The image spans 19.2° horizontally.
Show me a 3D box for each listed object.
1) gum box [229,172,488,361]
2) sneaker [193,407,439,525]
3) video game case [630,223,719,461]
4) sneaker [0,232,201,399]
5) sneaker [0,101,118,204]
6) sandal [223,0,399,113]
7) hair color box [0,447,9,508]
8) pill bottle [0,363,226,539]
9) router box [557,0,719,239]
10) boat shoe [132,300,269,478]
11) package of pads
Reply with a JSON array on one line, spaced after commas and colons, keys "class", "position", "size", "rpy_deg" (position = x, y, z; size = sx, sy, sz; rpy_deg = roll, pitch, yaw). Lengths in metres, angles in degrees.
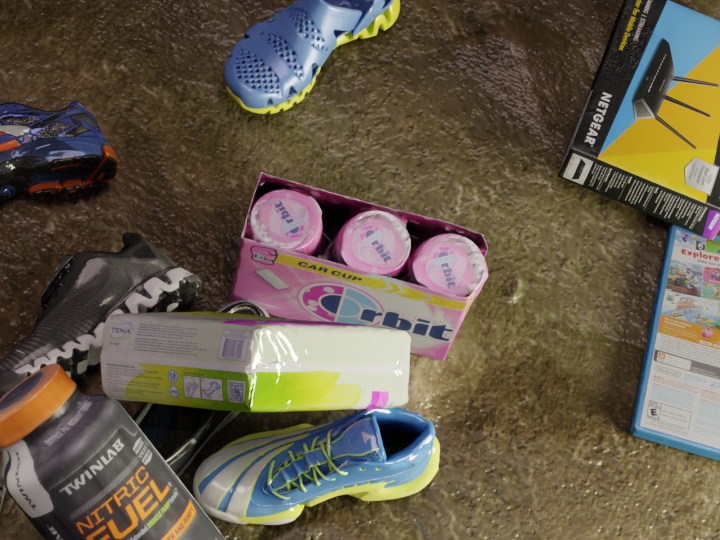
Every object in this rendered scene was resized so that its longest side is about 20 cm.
[{"class": "gum box", "position": [0.000, 0.000, 1.728], "size": [0.198, 0.114, 0.067], "rpy_deg": [15, 62, -2]}, {"class": "sneaker", "position": [-0.031, 0.140, 1.656], "size": [0.198, 0.105, 0.076], "rpy_deg": [-10, 65, -15]}, {"class": "video game case", "position": [0.313, 0.067, 1.801], "size": [0.142, 0.018, 0.202], "rpy_deg": [16, 62, -1]}, {"class": "sneaker", "position": [-0.229, 0.036, 1.702], "size": [0.199, 0.067, 0.091], "rpy_deg": [-34, 70, -27]}, {"class": "sneaker", "position": [-0.304, -0.097, 1.759], "size": [0.198, 0.076, 0.079], "rpy_deg": [-4, 55, -20]}, {"class": "sandal", "position": [-0.042, -0.215, 1.847], "size": [0.079, 0.087, 0.200], "rpy_deg": [41, 66, 10]}, {"class": "hair color box", "position": [-0.309, 0.135, 1.556], "size": [0.061, 0.201, 0.102], "rpy_deg": [6, 61, 7]}, {"class": "pill bottle", "position": [-0.192, 0.166, 1.573], "size": [0.106, 0.106, 0.201], "rpy_deg": [-44, 105, -25]}, {"class": "router box", "position": [0.273, -0.141, 1.873], "size": [0.148, 0.051, 0.201], "rpy_deg": [22, 57, 2]}, {"class": "boat shoe", "position": [-0.129, 0.099, 1.688], "size": [0.068, 0.057, 0.201], "rpy_deg": [30, 63, 7]}, {"class": "package of pads", "position": [-0.079, 0.068, 1.587], "size": [0.153, 0.199, 0.069], "rpy_deg": [3, 89, 36]}]
